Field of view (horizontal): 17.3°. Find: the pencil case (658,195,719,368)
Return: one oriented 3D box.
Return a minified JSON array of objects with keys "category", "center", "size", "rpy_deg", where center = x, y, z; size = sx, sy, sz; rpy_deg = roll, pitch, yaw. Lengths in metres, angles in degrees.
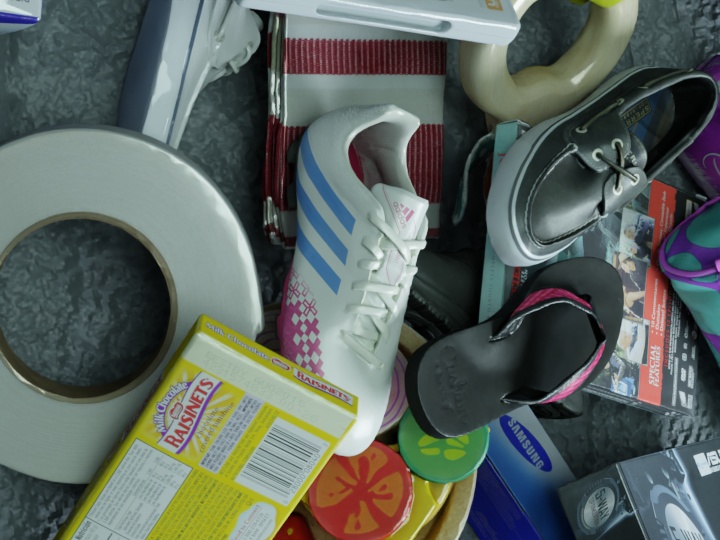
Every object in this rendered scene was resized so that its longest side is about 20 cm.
[{"category":"pencil case","center":[0.264,0.048,1.504],"size":[0.085,0.093,0.201],"rpy_deg":[-24,116,14]}]

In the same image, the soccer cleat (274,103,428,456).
[{"category":"soccer cleat","center":[0.000,0.000,1.318],"size":[0.070,0.086,0.201],"rpy_deg":[13,68,-43]}]

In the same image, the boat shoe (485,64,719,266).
[{"category":"boat shoe","center":[0.146,-0.070,1.409],"size":[0.200,0.056,0.069],"rpy_deg":[-43,116,-40]}]

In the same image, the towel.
[{"category":"towel","center":[-0.001,-0.116,1.413],"size":[0.144,0.023,0.201],"rpy_deg":[-4,98,-45]}]

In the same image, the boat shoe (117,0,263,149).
[{"category":"boat shoe","center":[-0.088,-0.145,1.371],"size":[0.065,0.074,0.201],"rpy_deg":[18,84,-19]}]

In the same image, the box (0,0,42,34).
[{"category":"box","center":[-0.263,-0.238,1.273],"size":[0.183,0.105,0.201],"rpy_deg":[6,87,-25]}]

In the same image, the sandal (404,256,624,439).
[{"category":"sandal","center":[0.102,0.045,1.355],"size":[0.200,0.045,0.076],"rpy_deg":[-26,98,-47]}]

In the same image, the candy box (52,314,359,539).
[{"category":"candy box","center":[-0.093,0.124,1.307],"size":[0.102,0.026,0.200],"rpy_deg":[30,117,-11]}]

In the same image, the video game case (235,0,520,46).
[{"category":"video game case","center":[-0.013,-0.220,1.359],"size":[0.181,0.022,0.201],"rpy_deg":[5,51,-32]}]

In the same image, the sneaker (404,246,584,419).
[{"category":"sneaker","center":[0.069,0.017,1.448],"size":[0.200,0.076,0.091],"rpy_deg":[34,68,-36]}]

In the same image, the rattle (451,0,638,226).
[{"category":"rattle","center":[0.079,-0.138,1.468],"size":[0.130,0.143,0.201],"rpy_deg":[-26,143,-47]}]

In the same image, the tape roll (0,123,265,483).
[{"category":"tape roll","center":[-0.155,0.019,1.322],"size":[0.201,0.037,0.204],"rpy_deg":[0,98,-3]}]

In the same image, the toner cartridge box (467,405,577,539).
[{"category":"toner cartridge box","center":[0.112,0.161,1.453],"size":[0.043,0.095,0.200],"rpy_deg":[-39,106,-21]}]

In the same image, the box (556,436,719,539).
[{"category":"box","center":[0.203,0.189,1.437],"size":[0.200,0.043,0.161],"rpy_deg":[-1,67,-62]}]

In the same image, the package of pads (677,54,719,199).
[{"category":"package of pads","center":[0.290,-0.049,1.517],"size":[0.076,0.120,0.200],"rpy_deg":[-46,108,-23]}]

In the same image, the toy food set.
[{"category":"toy food set","center":[-0.029,0.106,1.371],"size":[0.200,0.049,0.198],"rpy_deg":[34,83,11]}]

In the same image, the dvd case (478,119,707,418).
[{"category":"dvd case","center":[0.147,0.003,1.460],"size":[0.199,0.022,0.147],"rpy_deg":[18,73,-46]}]
